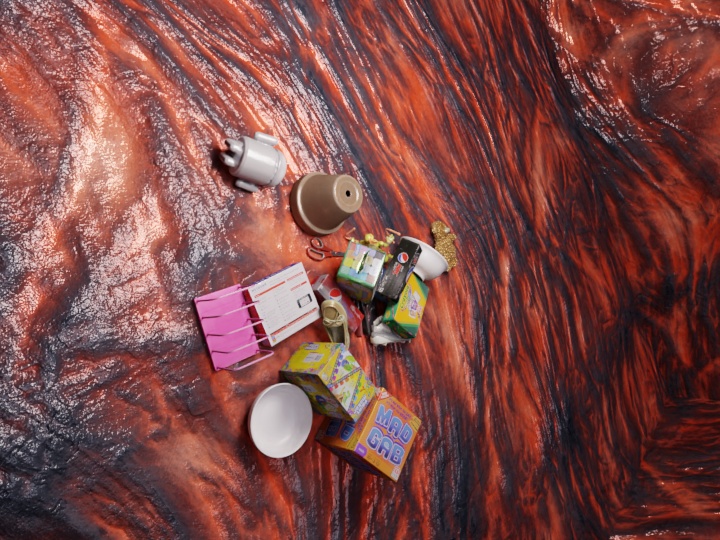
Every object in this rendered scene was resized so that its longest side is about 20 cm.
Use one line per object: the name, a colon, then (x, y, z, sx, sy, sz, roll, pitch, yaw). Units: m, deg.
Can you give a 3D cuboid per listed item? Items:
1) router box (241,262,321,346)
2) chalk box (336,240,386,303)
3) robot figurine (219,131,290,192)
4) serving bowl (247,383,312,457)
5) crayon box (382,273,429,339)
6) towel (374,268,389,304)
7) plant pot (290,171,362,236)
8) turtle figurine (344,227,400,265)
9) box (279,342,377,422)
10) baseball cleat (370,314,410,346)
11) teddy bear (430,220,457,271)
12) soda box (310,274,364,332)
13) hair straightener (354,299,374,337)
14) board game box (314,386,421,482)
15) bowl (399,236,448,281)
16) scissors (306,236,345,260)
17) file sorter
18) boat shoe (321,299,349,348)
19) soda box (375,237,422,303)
router box: (-0.226, 0.096, 1.488, 0.199, 0.049, 0.181, -28, 103, -39)
chalk box: (0.000, 0.000, 1.574, 0.123, 0.200, 0.125, 20, 67, 5)
robot figurine: (-0.292, -0.304, 1.433, 0.199, 0.113, 0.170, 16, 112, -38)
serving bowl: (-0.235, 0.418, 1.434, 0.199, 0.066, 0.202, 5, 82, -40)
crayon box: (0.157, 0.116, 1.729, 0.119, 0.058, 0.201, 40, 54, -30)
towel: (0.121, 0.075, 1.785, 0.199, 0.048, 0.113, 30, 65, -35)
plant pot: (-0.089, -0.214, 1.555, 0.199, 0.174, 0.202, 5, 82, -40)
turtle figurine: (0.054, -0.075, 1.674, 0.161, 0.198, 0.065, 52, 42, -51)
box: (-0.094, 0.320, 1.477, 0.122, 0.199, 0.193, -49, 116, -33)
baseball cleat: (0.115, 0.200, 1.740, 0.199, 0.069, 0.108, -4, 97, -47)
teddy bear: (0.332, -0.096, 1.971, 0.144, 0.066, 0.202, -5, 89, -43)
soda box: (-0.078, 0.105, 1.600, 0.200, 0.063, 0.070, 52, 55, -27)
hair straightener: (0.008, 0.119, 1.698, 0.076, 0.041, 0.202, -5, 84, -41)
board game box: (0.024, 0.489, 1.559, 0.200, 0.199, 0.201, 44, 60, -27)
bowl: (0.200, -0.024, 1.781, 0.201, 0.201, 0.091, 41, 76, -29)
scissors: (-0.090, -0.050, 1.645, 0.199, 0.014, 0.074, 22, 69, -38)
file sorter: (-0.329, 0.149, 1.345, 0.138, 0.125, 0.202, -20, 98, -39)
boat shoe: (-0.074, 0.178, 1.554, 0.063, 0.072, 0.202, -93, 175, -56)
soda box: (0.129, 0.000, 1.664, 0.201, 0.070, 0.063, -63, 158, -8)
